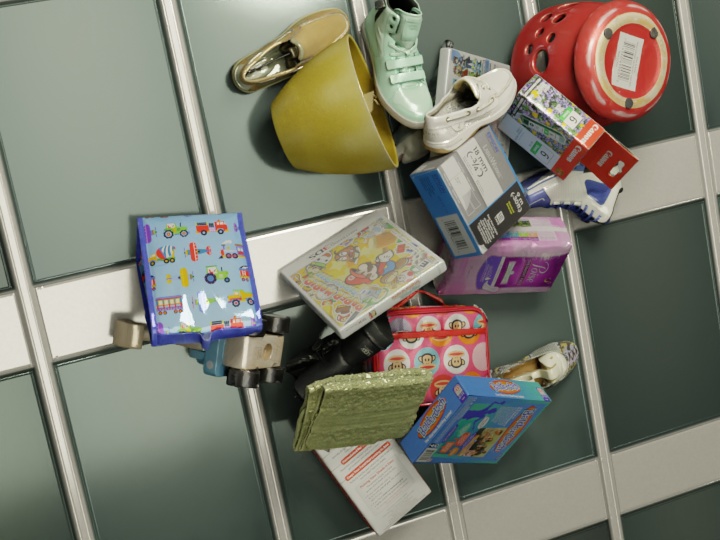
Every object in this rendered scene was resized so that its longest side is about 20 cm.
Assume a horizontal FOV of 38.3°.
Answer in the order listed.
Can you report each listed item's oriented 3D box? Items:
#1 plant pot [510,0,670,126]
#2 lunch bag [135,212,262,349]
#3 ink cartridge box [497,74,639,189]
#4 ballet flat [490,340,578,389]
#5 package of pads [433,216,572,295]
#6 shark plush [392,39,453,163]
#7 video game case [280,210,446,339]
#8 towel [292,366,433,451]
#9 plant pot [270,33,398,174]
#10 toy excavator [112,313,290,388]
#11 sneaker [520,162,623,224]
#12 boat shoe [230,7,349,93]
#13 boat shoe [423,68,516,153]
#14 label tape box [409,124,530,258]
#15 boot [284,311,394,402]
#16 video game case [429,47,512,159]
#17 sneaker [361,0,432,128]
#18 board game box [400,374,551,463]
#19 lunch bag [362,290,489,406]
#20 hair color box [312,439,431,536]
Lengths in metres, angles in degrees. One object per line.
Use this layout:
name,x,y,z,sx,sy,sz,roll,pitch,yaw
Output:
plant pot,0.362,-0.314,1.594,0.199,0.182,0.202,-4,98,-28
lunch bag,-0.223,0.022,1.431,0.150,0.201,0.094,-4,139,-17
ink cartridge box,0.311,-0.194,1.569,0.200,0.109,0.050,41,68,6
ballet flat,0.280,0.172,1.680,0.199,0.072,0.072,-20,101,-16
package of pads,0.217,-0.022,1.616,0.199,0.076,0.121,-1,138,-17
shark plush,0.100,-0.258,1.584,0.083,0.091,0.201,17,98,22
video game case,0.000,0.000,1.509,0.182,0.200,0.023,-33,127,-12
towel,0.002,0.199,1.501,0.199,0.037,0.149,-4,135,-26
plant pot,-0.045,-0.218,1.493,0.141,0.200,0.201,-20,102,10
toy excavator,-0.228,0.105,1.498,0.194,0.199,0.101,2,95,-62
sneaker,0.350,-0.118,1.670,0.199,0.081,0.116,-22,99,-17
boat shoe,-0.093,-0.319,1.511,0.200,0.076,0.072,-37,104,-12
boat shoe,0.161,-0.247,1.496,0.200,0.071,0.070,-45,139,-33
label tape box,0.181,-0.132,1.525,0.200,0.063,0.145,-41,109,-35
boot,-0.040,0.094,1.537,0.168,0.200,0.076,-37,119,14
video game case,0.173,-0.225,1.591,0.182,0.022,0.201,2,95,-48
sneaker,0.063,-0.311,1.505,0.073,0.118,0.201,-17,76,-22
board game box,0.178,0.232,1.590,0.199,0.045,0.152,11,124,-42
lunch bag,0.101,0.119,1.615,0.199,0.082,0.177,-3,92,-19
hair color box,0.006,0.295,1.605,0.111,0.064,0.200,-38,106,-13
